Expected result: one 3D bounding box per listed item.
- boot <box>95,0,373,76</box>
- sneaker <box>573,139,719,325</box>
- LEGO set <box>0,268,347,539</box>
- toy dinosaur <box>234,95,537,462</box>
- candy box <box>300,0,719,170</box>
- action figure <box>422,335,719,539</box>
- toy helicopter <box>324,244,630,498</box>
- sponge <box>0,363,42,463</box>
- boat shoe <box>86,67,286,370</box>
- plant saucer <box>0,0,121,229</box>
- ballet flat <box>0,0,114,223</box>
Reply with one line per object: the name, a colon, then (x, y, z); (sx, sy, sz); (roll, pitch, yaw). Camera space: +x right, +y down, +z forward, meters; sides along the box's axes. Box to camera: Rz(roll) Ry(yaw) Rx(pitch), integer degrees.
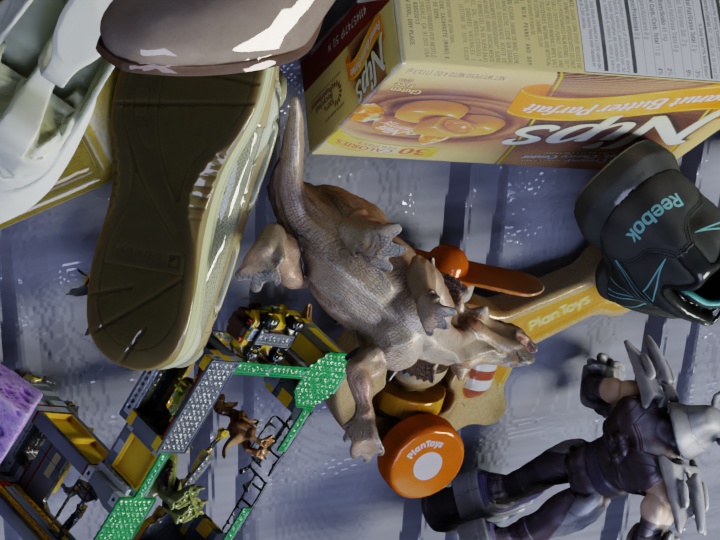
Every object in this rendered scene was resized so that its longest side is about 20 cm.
boot: (-0.017, -0.167, 1.073); (0.200, 0.070, 0.146); (-26, 145, -43)
sneaker: (0.163, 0.000, 1.354); (0.075, 0.079, 0.200); (-44, 158, 4)
LEGO set: (-0.114, 0.073, 1.374); (0.154, 0.116, 0.200); (-3, 127, -50)
toy dinosaur: (0.000, 0.000, 1.295); (0.086, 0.136, 0.200); (-32, 108, 12)
candy box: (0.084, -0.095, 1.279); (0.200, 0.055, 0.115); (1, 161, -24)
action figure: (0.126, 0.116, 1.472); (0.200, 0.130, 0.069); (-27, 143, 29)
toy helicopter: (0.070, 0.025, 1.422); (0.200, 0.079, 0.132); (-25, 128, -14)
sponge: (-0.255, 0.108, 1.349); (0.112, 0.030, 0.200); (31, 120, -5)
boat shoe: (-0.077, -0.051, 1.249); (0.063, 0.073, 0.201); (5, 96, -71)
plant saucer: (-0.205, -0.076, 1.218); (0.200, 0.048, 0.200); (-23, 136, 1)
ballet flat: (-0.139, -0.088, 1.148); (0.069, 0.069, 0.200); (16, 124, -33)
